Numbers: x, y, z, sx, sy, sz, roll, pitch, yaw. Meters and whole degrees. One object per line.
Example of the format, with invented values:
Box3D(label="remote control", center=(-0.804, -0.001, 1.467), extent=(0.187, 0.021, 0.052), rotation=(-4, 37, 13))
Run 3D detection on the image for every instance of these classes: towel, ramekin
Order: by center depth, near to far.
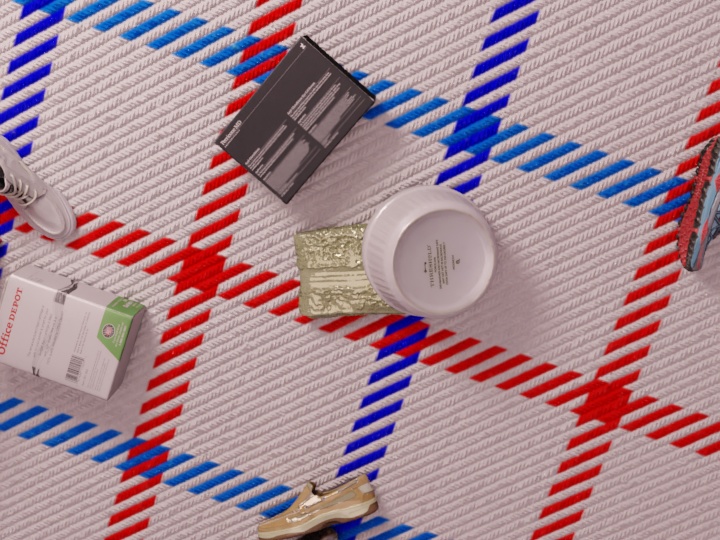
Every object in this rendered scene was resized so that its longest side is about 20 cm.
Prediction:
Box3D(label="ramekin", center=(0.109, -0.021, 1.517), extent=(0.202, 0.094, 0.203), rotation=(-3, 102, -13))
Box3D(label="towel", center=(0.000, 0.000, 1.583), extent=(0.199, 0.036, 0.149), rotation=(-3, 102, 4))

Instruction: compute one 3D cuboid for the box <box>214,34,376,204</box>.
Box3D(label="box", center=(-0.094, -0.221, 1.516), extent=(0.141, 0.079, 0.200), rotation=(40, 103, -9))

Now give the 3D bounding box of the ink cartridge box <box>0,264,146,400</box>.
Box3D(label="ink cartridge box", center=(-0.454, 0.093, 1.607), extent=(0.199, 0.084, 0.146), rotation=(20, 103, -1))

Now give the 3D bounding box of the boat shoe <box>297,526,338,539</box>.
Box3D(label="boat shoe", center=(-0.116, 0.489, 1.685), extent=(0.200, 0.076, 0.072), rotation=(-26, 102, 11))

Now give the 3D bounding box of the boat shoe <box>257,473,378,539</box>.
Box3D(label="boat shoe", center=(-0.075, 0.375, 1.666), extent=(0.199, 0.072, 0.076), rotation=(-17, 87, 0))

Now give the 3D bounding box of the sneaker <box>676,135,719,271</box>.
Box3D(label="sneaker", center=(0.527, -0.088, 1.509), extent=(0.095, 0.079, 0.201), rotation=(14, 104, -2))

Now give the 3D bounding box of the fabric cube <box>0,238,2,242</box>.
Box3D(label="fabric cube", center=(-0.689, 0.016, 1.547), extent=(0.200, 0.196, 0.200), rotation=(26, 101, -2))

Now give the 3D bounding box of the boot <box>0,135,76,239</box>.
Box3D(label="boot", center=(-0.516, -0.119, 1.555), extent=(0.074, 0.096, 0.200), rotation=(-42, 97, 11))
